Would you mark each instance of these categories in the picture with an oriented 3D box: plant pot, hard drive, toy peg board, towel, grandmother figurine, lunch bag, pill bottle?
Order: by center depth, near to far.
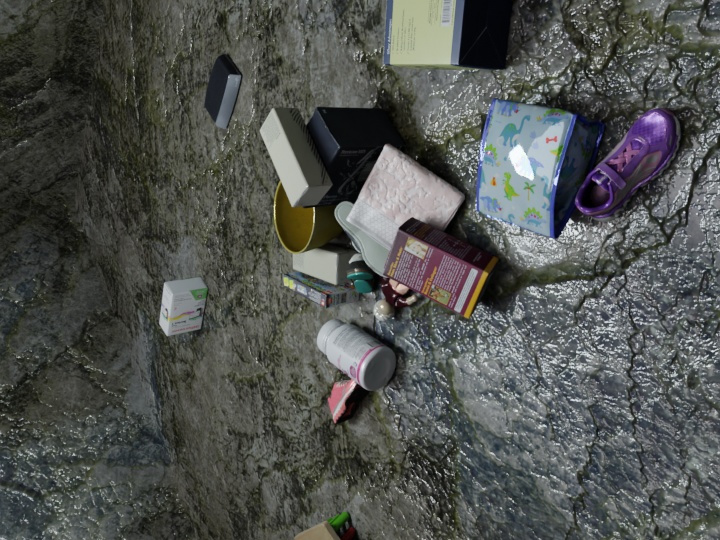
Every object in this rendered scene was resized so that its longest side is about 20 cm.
[{"bbox_3d":[0.292,-0.172,1.015,0.169,0.126,0.203,27,108,45],"label":"lunch bag"},{"bbox_3d":[0.090,-0.132,1.257,0.199,0.032,0.192,35,112,7],"label":"towel"},{"bbox_3d":[0.083,0.036,1.376,0.122,0.060,0.201,57,134,39],"label":"grandmother figurine"},{"bbox_3d":[-0.014,0.204,1.488,0.199,0.112,0.115,29,119,45],"label":"pill bottle"},{"bbox_3d":[-0.110,-0.148,1.504,0.199,0.141,0.203,12,105,52],"label":"plant pot"},{"bbox_3d":[-0.062,0.801,1.711,0.200,0.097,0.200,53,137,8],"label":"toy peg board"},{"bbox_3d":[-0.446,-0.573,1.915,0.136,0.042,0.201,55,135,28],"label":"hard drive"}]

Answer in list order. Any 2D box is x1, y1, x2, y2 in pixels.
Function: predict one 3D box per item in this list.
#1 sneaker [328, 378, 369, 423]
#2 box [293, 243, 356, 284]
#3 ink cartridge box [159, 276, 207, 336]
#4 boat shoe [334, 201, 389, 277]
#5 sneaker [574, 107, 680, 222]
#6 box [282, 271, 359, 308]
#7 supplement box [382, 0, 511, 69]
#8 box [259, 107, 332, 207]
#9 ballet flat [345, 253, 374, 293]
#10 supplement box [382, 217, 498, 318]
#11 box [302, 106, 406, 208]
[{"bbox_3d":[-0.042,0.321,1.579,0.087,0.073,0.201,55,135,30],"label":"sneaker"},{"bbox_3d":[-0.096,-0.027,1.564,0.199,0.068,0.083,20,113,47],"label":"box"},{"bbox_3d":[-0.672,0.137,2.267,0.084,0.143,0.202,44,129,36],"label":"ink cartridge box"},{"bbox_3d":[0.019,-0.070,1.340,0.075,0.060,0.201,-34,84,4],"label":"boat shoe"},{"bbox_3d":[0.400,-0.155,0.915,0.081,0.088,0.201,54,134,30],"label":"sneaker"},{"bbox_3d":[-0.106,0.045,1.571,0.199,0.109,0.035,22,114,46],"label":"box"},{"bbox_3d":[0.159,-0.480,1.107,0.199,0.133,0.203,22,114,47],"label":"supplement box"},{"bbox_3d":[-0.138,-0.241,1.263,0.082,0.068,0.202,-41,67,47],"label":"box"},{"bbox_3d":[0.000,0.000,1.402,0.200,0.067,0.069,84,-175,-75],"label":"ballet flat"},{"bbox_3d":[0.158,-0.008,1.190,0.198,0.086,0.111,28,121,15],"label":"supplement box"},{"bbox_3d":[-0.039,-0.255,1.351,0.125,0.198,0.197,59,137,22],"label":"box"}]
